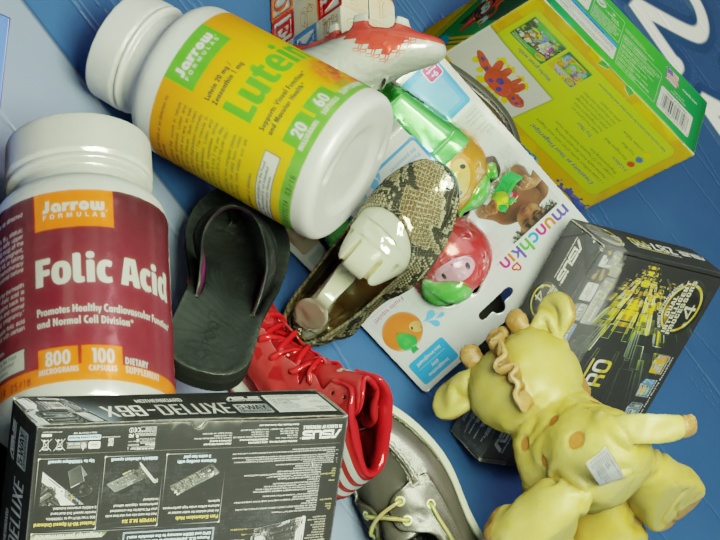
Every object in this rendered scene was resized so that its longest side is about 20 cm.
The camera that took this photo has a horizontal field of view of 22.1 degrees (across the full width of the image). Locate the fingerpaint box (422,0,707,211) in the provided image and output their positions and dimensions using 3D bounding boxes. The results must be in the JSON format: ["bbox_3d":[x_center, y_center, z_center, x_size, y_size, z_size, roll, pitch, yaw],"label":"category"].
[{"bbox_3d":[0.167,-0.154,1.570,0.200,0.167,0.074,41,46,-21],"label":"fingerpaint box"}]

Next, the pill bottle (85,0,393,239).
[{"bbox_3d":[-0.087,-0.114,1.274,0.199,0.111,0.111,29,38,17],"label":"pill bottle"}]

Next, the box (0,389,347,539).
[{"bbox_3d":[-0.112,0.154,1.094,0.199,0.050,0.159,0,106,-28],"label":"box"}]

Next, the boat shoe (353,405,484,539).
[{"bbox_3d":[0.040,0.182,1.326,0.202,0.072,0.061,56,37,-11],"label":"boat shoe"}]

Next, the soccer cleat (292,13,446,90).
[{"bbox_3d":[-0.032,-0.133,1.349,0.069,0.199,0.086,35,51,-71],"label":"soccer cleat"}]

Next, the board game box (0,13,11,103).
[{"bbox_3d":[-0.296,-0.095,1.153,0.134,0.045,0.201,24,53,-36],"label":"board game box"}]

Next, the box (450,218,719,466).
[{"bbox_3d":[0.180,0.065,1.452,0.161,0.201,0.049,13,22,-41],"label":"box"}]

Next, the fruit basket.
[{"bbox_3d":[0.052,-0.034,1.390,0.200,0.185,0.094,48,4,-10],"label":"fruit basket"}]

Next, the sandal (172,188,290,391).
[{"bbox_3d":[-0.085,0.000,1.244,0.075,0.048,0.201,12,38,-6],"label":"sandal"}]

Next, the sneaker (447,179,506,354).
[{"bbox_3d":[0.077,-0.027,1.466,0.076,0.091,0.201,-21,86,-54],"label":"sneaker"}]

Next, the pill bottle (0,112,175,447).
[{"bbox_3d":[-0.176,0.010,1.165,0.114,0.114,0.201,16,58,-40],"label":"pill bottle"}]

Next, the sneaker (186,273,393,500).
[{"bbox_3d":[-0.037,0.061,1.279,0.078,0.115,0.201,-26,88,-49],"label":"sneaker"}]

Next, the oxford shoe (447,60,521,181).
[{"bbox_3d":[0.092,-0.087,1.530,0.200,0.073,0.084,57,43,-6],"label":"oxford shoe"}]

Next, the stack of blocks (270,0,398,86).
[{"bbox_3d":[-0.014,-0.223,1.462,0.058,0.115,0.201,20,56,-37],"label":"stack of blocks"}]

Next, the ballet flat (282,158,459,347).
[{"bbox_3d":[0.000,0.000,1.293,0.068,0.200,0.075,49,47,7],"label":"ballet flat"}]

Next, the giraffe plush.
[{"bbox_3d":[0.137,0.117,1.328,0.172,0.200,0.162,-26,56,-13],"label":"giraffe plush"}]
